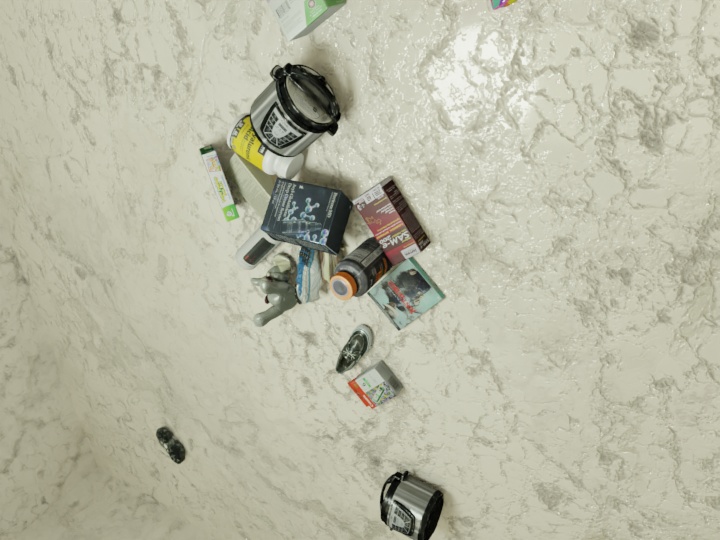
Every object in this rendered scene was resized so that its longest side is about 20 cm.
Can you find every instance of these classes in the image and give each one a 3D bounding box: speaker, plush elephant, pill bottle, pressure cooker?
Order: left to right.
[{"bbox_3d":[-0.306,-0.079,1.794,0.082,0.081,0.199,52,133,-3],"label":"speaker"},{"bbox_3d":[-0.253,-0.329,1.581,0.199,0.111,0.112,34,132,13],"label":"pill bottle"},{"bbox_3d":[-0.262,0.046,1.797,0.155,0.198,0.167,42,136,39],"label":"plush elephant"},{"bbox_3d":[-0.154,-0.394,1.417,0.199,0.174,0.181,-27,74,42],"label":"pressure cooker"},{"bbox_3d":[0.000,0.000,1.536,0.105,0.200,0.108,18,127,26],"label":"pill bottle"},{"bbox_3d":[0.154,0.769,1.914,0.198,0.177,0.180,18,150,27],"label":"pressure cooker"}]

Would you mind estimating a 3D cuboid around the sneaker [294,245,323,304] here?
[{"bbox_3d":[-0.141,-0.002,1.734,0.075,0.086,0.203,24,109,52],"label":"sneaker"}]

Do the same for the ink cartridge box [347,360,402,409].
[{"bbox_3d":[0.033,0.372,1.842,0.109,0.050,0.200,50,133,0],"label":"ink cartridge box"}]

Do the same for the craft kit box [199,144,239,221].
[{"bbox_3d":[-0.414,-0.258,1.712,0.200,0.048,0.200,-138,26,-67],"label":"craft kit box"}]

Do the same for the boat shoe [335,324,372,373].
[{"bbox_3d":[-0.022,0.252,1.794,0.072,0.071,0.202,34,131,14],"label":"boat shoe"}]

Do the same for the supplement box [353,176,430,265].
[{"bbox_3d":[0.079,-0.124,1.500,0.108,0.061,0.201,-27,100,42],"label":"supplement box"}]

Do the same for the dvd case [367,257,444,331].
[{"bbox_3d":[0.121,0.067,1.613,0.146,0.022,0.200,49,134,0],"label":"dvd case"}]

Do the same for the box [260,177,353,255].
[{"bbox_3d":[-0.141,-0.143,1.555,0.197,0.107,0.151,14,82,19],"label":"box"}]

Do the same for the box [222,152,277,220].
[{"bbox_3d":[-0.293,-0.247,1.682,0.201,0.078,0.095,52,134,-2],"label":"box"}]

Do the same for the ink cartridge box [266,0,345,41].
[{"bbox_3d":[-0.147,-0.653,1.323,0.144,0.087,0.202,-20,105,41],"label":"ink cartridge box"}]

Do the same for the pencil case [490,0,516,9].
[{"bbox_3d":[0.244,-0.592,1.083,0.088,0.088,0.202,-17,104,41],"label":"pencil case"}]

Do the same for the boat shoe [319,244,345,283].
[{"bbox_3d":[-0.079,-0.068,1.655,0.073,0.075,0.206,-5,109,-5],"label":"boat shoe"}]

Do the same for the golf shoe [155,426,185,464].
[{"bbox_3d":[-0.908,0.832,2.803,0.094,0.077,0.202,-15,106,59],"label":"golf shoe"}]
